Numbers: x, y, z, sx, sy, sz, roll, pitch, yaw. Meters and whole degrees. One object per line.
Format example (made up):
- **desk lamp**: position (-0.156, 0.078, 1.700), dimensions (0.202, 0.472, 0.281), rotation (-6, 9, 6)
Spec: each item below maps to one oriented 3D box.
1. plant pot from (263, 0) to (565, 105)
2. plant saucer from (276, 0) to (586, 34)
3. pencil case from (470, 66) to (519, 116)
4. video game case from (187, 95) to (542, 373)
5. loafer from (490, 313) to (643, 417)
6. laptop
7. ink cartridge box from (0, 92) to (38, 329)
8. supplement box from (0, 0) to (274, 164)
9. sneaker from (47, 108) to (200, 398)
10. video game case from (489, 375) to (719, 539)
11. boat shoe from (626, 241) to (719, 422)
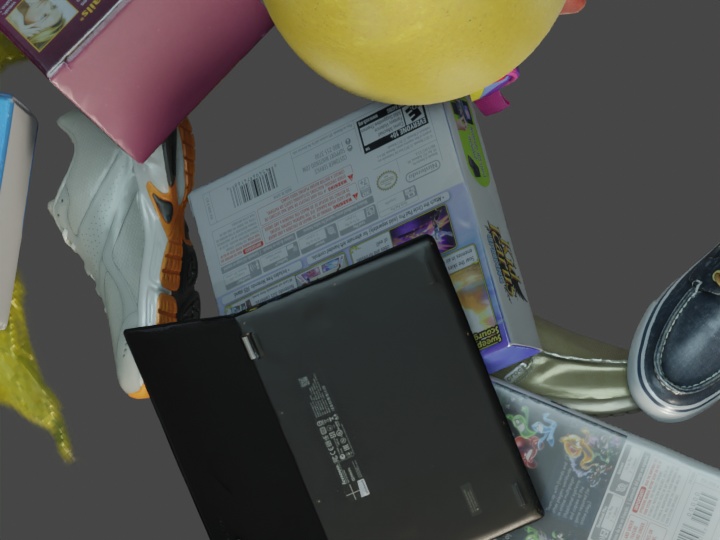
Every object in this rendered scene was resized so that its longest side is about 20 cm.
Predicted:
- **plant pot**: position (0.018, -0.205, 1.531), dimensions (0.199, 0.142, 0.201), rotation (-1, 85, 13)
- **plant saucer**: position (0.035, -0.253, 1.658), dimensions (0.199, 0.037, 0.201), rotation (-6, 76, -9)
- **pencil case**: position (0.035, -0.194, 1.708), dimensions (0.088, 0.088, 0.201), rotation (-20, 82, 3)
- **video game case**: position (0.000, 0.000, 1.656), dimensions (0.199, 0.045, 0.182), rotation (-24, 70, 28)
- **loafer**: position (0.115, 0.059, 1.672), dimensions (0.199, 0.076, 0.069), rotation (-3, 89, 6)
- **laptop**: position (-0.019, 0.093, 1.624), dimensions (0.199, 0.116, 0.188), rotation (-23, 101, -1)
- **ink cartridge box**: position (-0.323, -0.049, 1.723), dimensions (0.199, 0.086, 0.147), rotation (8, 84, 8)
- **supplement box**: position (-0.165, -0.181, 1.668), dimensions (0.131, 0.103, 0.200), rotation (-45, 43, -1)
- **sneaker**: position (-0.157, -0.015, 1.717), dimensions (0.091, 0.076, 0.201), rotation (-4, 78, 16)
- **video game case**: position (0.120, 0.189, 1.627), dimensions (0.181, 0.023, 0.201), rotation (22, 96, 11)
- **boat shoe**: position (0.241, 0.005, 1.624), dimensions (0.071, 0.091, 0.200), rotation (42, 67, 1)
